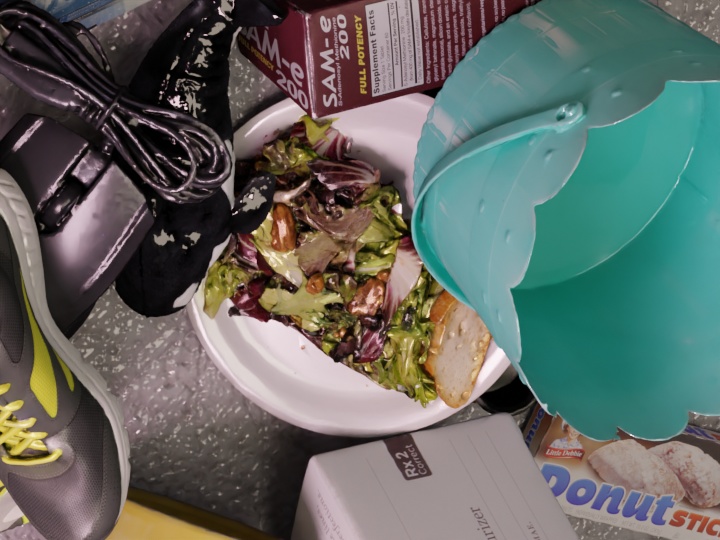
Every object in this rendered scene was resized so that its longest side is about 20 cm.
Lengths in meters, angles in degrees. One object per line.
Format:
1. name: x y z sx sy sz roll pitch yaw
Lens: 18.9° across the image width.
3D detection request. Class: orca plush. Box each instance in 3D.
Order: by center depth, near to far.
1. orca plush: -0.088 -0.049 1.088 0.105 0.071 0.201 26 121 -13

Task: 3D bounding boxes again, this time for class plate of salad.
1. plate of salad: 0.000 0.000 1.164 0.198 0.048 0.202 1 109 2

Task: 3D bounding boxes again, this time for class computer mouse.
1. computer mouse: -0.161 -0.022 1.054 0.138 0.053 0.200 35 128 -1

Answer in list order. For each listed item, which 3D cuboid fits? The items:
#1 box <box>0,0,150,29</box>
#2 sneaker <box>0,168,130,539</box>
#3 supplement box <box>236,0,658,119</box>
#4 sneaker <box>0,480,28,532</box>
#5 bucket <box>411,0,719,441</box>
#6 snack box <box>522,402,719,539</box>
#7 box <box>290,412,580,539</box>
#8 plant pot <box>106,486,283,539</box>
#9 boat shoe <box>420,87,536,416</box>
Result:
1. box: -0.168 -0.206 1.027 0.136 0.040 0.201 -27 122 -15
2. sneaker: -0.174 0.051 1.017 0.074 0.085 0.201 -16 106 20
3. supplement box: 0.043 -0.144 1.119 0.199 0.109 0.061 -15 120 -19
4. sneaker: -0.232 0.115 1.097 0.200 0.075 0.077 -37 140 -21
5. bucket: 0.130 -0.032 1.078 0.206 0.135 0.209 -14 124 -21
6. snack box: 0.183 0.129 1.363 0.199 0.024 0.072 17 106 -32
7. box: 0.050 0.225 1.206 0.130 0.200 0.201 -11 138 -23
8. plant pot: -0.116 0.224 1.171 0.200 0.200 0.190 20 86 -32
9. boat shoe: 0.069 -0.012 1.222 0.073 0.063 0.203 -18 118 -16
